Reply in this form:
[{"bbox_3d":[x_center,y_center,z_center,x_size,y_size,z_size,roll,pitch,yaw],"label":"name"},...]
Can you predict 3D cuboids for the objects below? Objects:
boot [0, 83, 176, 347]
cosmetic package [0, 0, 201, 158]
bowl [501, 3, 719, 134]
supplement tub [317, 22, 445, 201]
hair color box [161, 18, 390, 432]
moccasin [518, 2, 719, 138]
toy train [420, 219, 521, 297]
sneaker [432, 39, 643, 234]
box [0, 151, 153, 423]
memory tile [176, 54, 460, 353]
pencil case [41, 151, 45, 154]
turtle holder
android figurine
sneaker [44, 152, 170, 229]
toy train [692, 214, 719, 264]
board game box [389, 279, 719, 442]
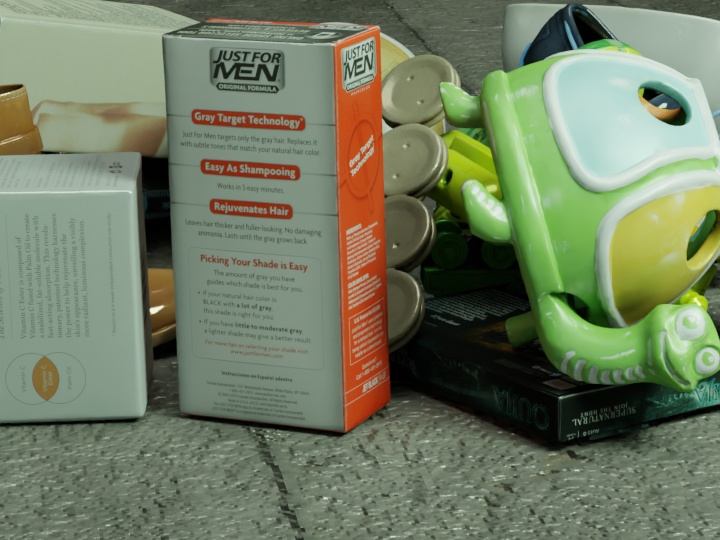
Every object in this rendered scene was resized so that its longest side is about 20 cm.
[{"bbox_3d":[-0.182,-0.029,1.446,0.199,0.155,0.074,-5,15,-14],"label":"boot"},{"bbox_3d":[-0.187,-0.126,1.652,0.200,0.088,0.103,2,17,-44],"label":"cosmetic package"},{"bbox_3d":[0.206,-0.110,1.767,0.199,0.075,0.200,8,-13,35],"label":"bowl"},{"bbox_3d":[-0.025,-0.078,1.638,0.144,0.145,0.200,1,15,11],"label":"supplement tub"},{"bbox_3d":[-0.042,-0.025,1.328,0.101,0.201,0.061,6,16,24],"label":"hair color box"},{"bbox_3d":[0.180,-0.089,1.637,0.200,0.068,0.080,42,41,15],"label":"moccasin"},{"bbox_3d":[0.000,0.000,1.511,0.199,0.057,0.042,0,16,-3],"label":"toy train"},{"bbox_3d":[0.101,-0.091,1.612,0.074,0.084,0.200,14,-36,-28],"label":"sneaker"},{"bbox_3d":[-0.213,0.009,1.368,0.199,0.125,0.098,-1,14,-2],"label":"box"},{"bbox_3d":[-0.023,-0.033,1.449,0.153,0.017,0.201,-7,54,25],"label":"memory tile"},{"bbox_3d":[-0.200,-0.029,1.589,0.089,0.078,0.200,-42,24,-7],"label":"pencil case"},{"bbox_3d":[0.122,-0.033,1.307,0.131,0.141,0.186,-15,26,5],"label":"turtle holder"},{"bbox_3d":[0.123,-0.023,1.479,0.182,0.041,0.200,21,11,-39],"label":"android figurine"},{"bbox_3d":[-0.185,-0.072,1.771,0.199,0.074,0.082,11,18,40],"label":"sneaker"},{"bbox_3d":[0.217,-0.030,1.495,0.150,0.056,0.200,26,5,-30],"label":"toy train"},{"bbox_3d":[0.101,0.045,1.387,0.135,0.028,0.200,-10,16,-30],"label":"board game box"}]
